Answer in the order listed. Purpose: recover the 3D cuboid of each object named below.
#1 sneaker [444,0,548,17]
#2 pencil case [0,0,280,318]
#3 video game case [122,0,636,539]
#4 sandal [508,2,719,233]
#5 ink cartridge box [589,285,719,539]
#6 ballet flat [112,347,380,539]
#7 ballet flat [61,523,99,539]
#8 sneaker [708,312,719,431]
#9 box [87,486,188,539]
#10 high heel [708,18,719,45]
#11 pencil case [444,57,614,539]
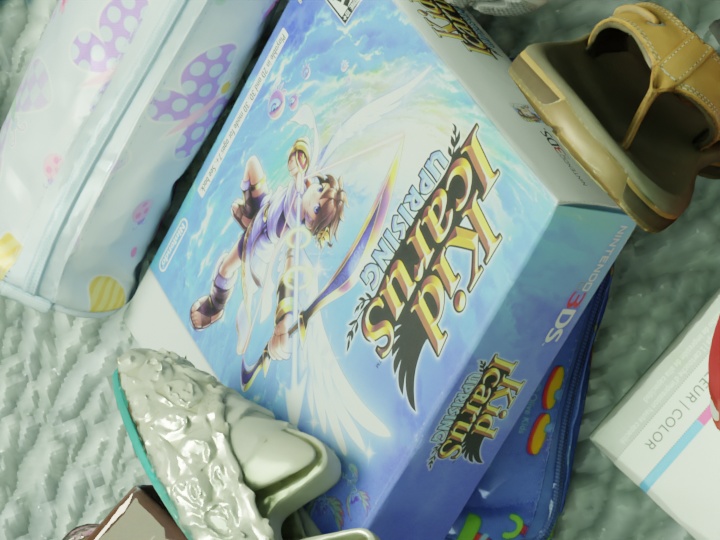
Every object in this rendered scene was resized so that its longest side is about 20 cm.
[{"bbox_3d":[0.005,-0.173,1.037,0.200,0.075,0.082,43,76,-14],"label":"sneaker"},{"bbox_3d":[-0.090,-0.077,1.153,0.083,0.091,0.200,20,117,-21],"label":"pencil case"},{"bbox_3d":[0.000,0.000,1.099,0.181,0.045,0.200,53,125,40],"label":"video game case"},{"bbox_3d":[0.110,-0.065,1.029,0.080,0.200,0.054,47,113,10],"label":"sandal"},{"bbox_3d":[0.196,0.090,1.084,0.200,0.059,0.104,43,105,12],"label":"ink cartridge box"},{"bbox_3d":[-0.025,0.101,1.044,0.072,0.072,0.200,-38,59,19],"label":"ballet flat"},{"bbox_3d":[-0.080,0.200,1.191,0.069,0.071,0.200,-19,84,7],"label":"ballet flat"},{"bbox_3d":[0.153,-0.039,1.006,0.078,0.200,0.116,-8,122,31],"label":"sneaker"},{"bbox_3d":[-0.042,0.185,1.110,0.200,0.075,0.100,42,91,9],"label":"box"},{"bbox_3d":[0.133,-0.170,1.036,0.143,0.200,0.071,-47,34,15],"label":"high heel"},{"bbox_3d":[0.061,0.016,1.120,0.087,0.078,0.200,24,104,41],"label":"pencil case"}]
